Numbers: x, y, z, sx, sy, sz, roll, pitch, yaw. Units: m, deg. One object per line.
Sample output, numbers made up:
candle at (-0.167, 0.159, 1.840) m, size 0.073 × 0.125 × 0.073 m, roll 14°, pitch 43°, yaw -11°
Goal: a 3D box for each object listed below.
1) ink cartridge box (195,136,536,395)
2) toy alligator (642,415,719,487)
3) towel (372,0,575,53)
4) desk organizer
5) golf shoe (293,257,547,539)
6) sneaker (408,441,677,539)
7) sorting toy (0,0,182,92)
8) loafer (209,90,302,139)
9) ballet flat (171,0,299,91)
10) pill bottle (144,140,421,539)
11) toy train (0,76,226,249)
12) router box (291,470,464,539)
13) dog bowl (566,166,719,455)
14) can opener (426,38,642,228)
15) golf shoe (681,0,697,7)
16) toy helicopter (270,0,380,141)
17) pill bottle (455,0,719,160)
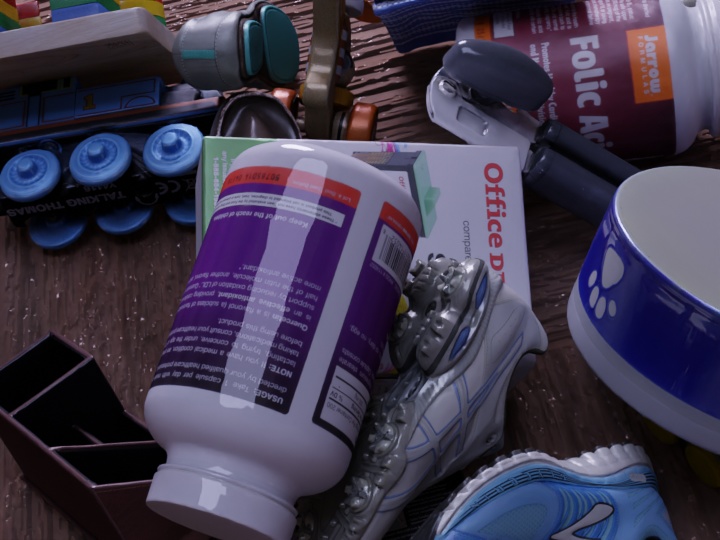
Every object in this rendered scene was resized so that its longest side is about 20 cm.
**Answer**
ink cartridge box at (0.000, 0.000, 0.916) m, size 0.199 × 0.084 × 0.145 m, roll 1°, pitch 73°, yaw -10°
toy alligator at (0.224, 0.096, 0.864) m, size 0.059 × 0.054 × 0.200 m, roll -32°, pitch 50°, yaw -15°
towel at (0.085, -0.186, 1.080) m, size 0.144 × 0.200 × 0.024 m, roll -6°, pitch 92°, yaw 6°
desk organizer at (-0.155, 0.106, 0.885) m, size 0.072 × 0.077 × 0.200 m, roll -37°, pitch 30°, yaw -21°
golf shoe at (0.039, 0.095, 0.827) m, size 0.200 × 0.097 × 0.078 m, roll -60°, pitch 27°, yaw -5°
sneaker at (0.106, 0.147, 0.790) m, size 0.199 × 0.078 × 0.090 m, roll -4°, pitch 53°, yaw -40°
sorting toy at (-0.238, -0.175, 1.118) m, size 0.199 × 0.199 × 0.070 m, roll -10°, pitch 87°, yaw 5°
loafer at (-0.059, -0.038, 1.002) m, size 0.073 × 0.071 × 0.201 m, roll -2°, pitch 68°, yaw -15°
ballet flat at (-0.093, -0.165, 1.101) m, size 0.063 × 0.068 × 0.200 m, roll -2°, pitch 7°, yaw 9°
pill bottle at (-0.045, 0.040, 0.792) m, size 0.112 × 0.113 × 0.201 m, roll 10°, pitch 69°, yaw 22°
toy train at (-0.181, -0.089, 1.097) m, size 0.199 × 0.087 × 0.115 m, roll -10°, pitch 54°, yaw 6°
router box at (-0.020, 0.199, 0.834) m, size 0.199 × 0.052 × 0.158 m, roll -15°, pitch 47°, yaw 1°
dog bowl at (0.224, 0.023, 0.853) m, size 0.199 × 0.079 × 0.200 m, roll 13°, pitch 31°, yaw -8°
can opener at (0.134, -0.080, 0.965) m, size 0.199 × 0.067 × 0.053 m, roll 28°, pitch 50°, yaw -12°
golf shoe at (0.326, -0.223, 1.107) m, size 0.199 × 0.073 × 0.092 m, roll -16°, pitch 46°, yaw 0°
toy helicopter at (-0.019, -0.177, 1.065) m, size 0.079 × 0.200 × 0.133 m, roll 11°, pitch 56°, yaw 6°
pill bottle at (0.171, -0.131, 1.036) m, size 0.199 × 0.114 × 0.114 m, roll -7°, pitch 48°, yaw 8°
